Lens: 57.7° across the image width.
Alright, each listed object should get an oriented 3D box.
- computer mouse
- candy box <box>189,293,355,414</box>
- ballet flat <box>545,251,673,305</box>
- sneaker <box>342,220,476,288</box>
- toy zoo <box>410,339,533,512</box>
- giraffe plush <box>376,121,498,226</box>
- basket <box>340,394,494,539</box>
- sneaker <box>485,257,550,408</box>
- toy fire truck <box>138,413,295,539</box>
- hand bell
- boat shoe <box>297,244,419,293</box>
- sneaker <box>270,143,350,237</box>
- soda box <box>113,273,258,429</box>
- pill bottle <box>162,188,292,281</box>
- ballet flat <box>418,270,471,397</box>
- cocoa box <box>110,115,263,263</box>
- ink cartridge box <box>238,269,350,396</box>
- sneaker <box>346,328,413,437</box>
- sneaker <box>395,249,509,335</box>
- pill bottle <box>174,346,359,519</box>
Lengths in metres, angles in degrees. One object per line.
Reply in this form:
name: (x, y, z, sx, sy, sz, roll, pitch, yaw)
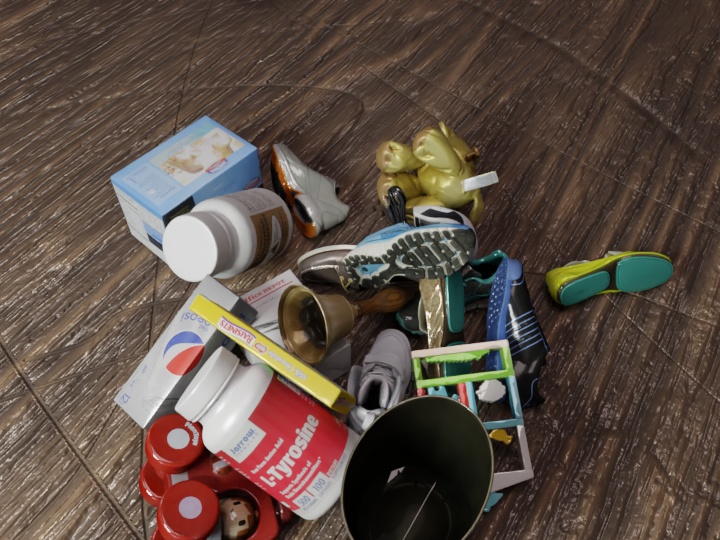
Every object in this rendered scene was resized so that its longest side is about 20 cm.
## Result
computer mouse: (0.112, -0.065, 0.974, 0.044, 0.111, 0.199, -35, 34, -23)
candy box: (-0.098, 0.097, 0.748, 0.198, 0.102, 0.027, 31, 83, 17)
ballet flat: (0.374, 0.001, 0.999, 0.197, 0.068, 0.067, -13, 30, -8)
sneaker: (0.067, -0.040, 0.890, 0.198, 0.079, 0.090, -8, 38, 36)
toy zoo: (0.139, 0.194, 0.816, 0.129, 0.020, 0.203, -6, 73, -2)
giraffe plush: (0.136, -0.170, 1.091, 0.197, 0.175, 0.163, 2, 28, 15)
basket: (0.055, 0.259, 0.694, 0.135, 0.202, 0.181, 25, 54, 20)
sneaker: (0.218, 0.085, 0.895, 0.077, 0.070, 0.203, 8, 79, -6)
toy fire truck: (-0.164, 0.255, 0.767, 0.166, 0.113, 0.202, -3, 49, -27)
hand bell: (-0.002, 0.052, 0.875, 0.198, 0.105, 0.104, -13, 47, -42)
boat shoe: (0.000, 0.000, 0.990, 0.196, 0.072, 0.060, -4, 66, 6)
sneaker: (-0.088, -0.143, 1.114, 0.091, 0.076, 0.201, -18, 60, -24)
soda box: (-0.225, 0.110, 0.854, 0.063, 0.068, 0.201, 32, 81, 24)
pill bottle: (-0.189, -0.051, 0.948, 0.113, 0.116, 0.200, 21, 20, 16)
ballet flat: (0.111, 0.094, 0.895, 0.070, 0.065, 0.204, 7, 80, -45)
cocoa box: (-0.269, -0.127, 1.052, 0.133, 0.132, 0.200, 33, 58, 24)
ink cartridge box: (-0.115, 0.081, 0.925, 0.115, 0.067, 0.200, -29, 57, -21)
sneaker: (0.029, 0.141, 0.845, 0.074, 0.116, 0.202, 11, 51, 8)
sneaker: (0.140, 0.023, 0.957, 0.198, 0.092, 0.078, -23, 53, -18)
pill bottle: (-0.104, 0.180, 0.740, 0.199, 0.112, 0.113, 39, 53, -11)
